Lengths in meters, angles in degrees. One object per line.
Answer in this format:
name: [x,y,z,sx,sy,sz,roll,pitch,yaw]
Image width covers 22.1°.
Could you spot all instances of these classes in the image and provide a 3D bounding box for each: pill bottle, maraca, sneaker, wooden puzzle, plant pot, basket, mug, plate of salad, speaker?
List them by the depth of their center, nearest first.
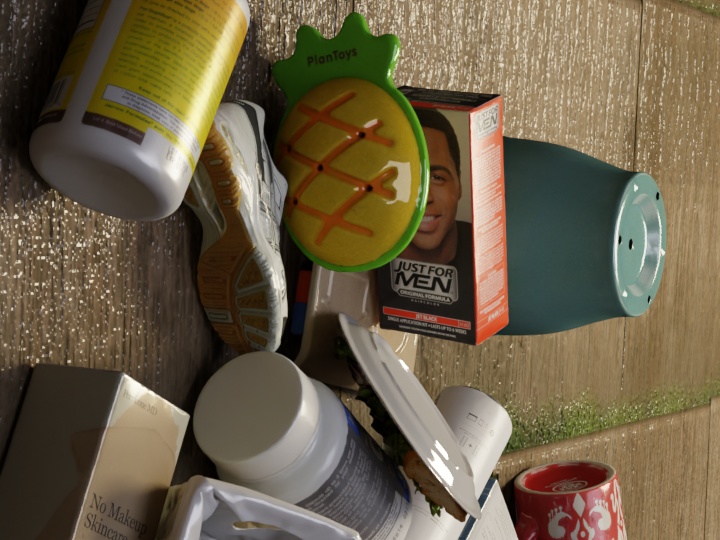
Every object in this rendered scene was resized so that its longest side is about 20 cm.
pill bottle: [-0.142,-0.143,1.252,0.109,0.108,0.201,49,53,-50]
basket: [-0.102,0.255,1.275,0.135,0.123,0.202,22,75,-22]
sneaker: [-0.081,-0.033,1.404,0.088,0.075,0.202,-40,128,-51]
maraca: [-0.011,-0.099,1.448,0.107,0.136,0.202,3,78,-66]
pill bottle: [-0.045,0.153,1.451,0.200,0.113,0.115,53,49,-49]
plate of salad: [0.033,0.122,1.489,0.201,0.048,0.200,54,6,-9]
wooden puzzle: [0.000,0.000,1.583,0.185,0.046,0.202,19,82,-59]
speaker: [0.067,0.202,1.683,0.201,0.081,0.082,-58,140,-39]
plant pot: [0.180,-0.029,1.743,0.200,0.187,0.202,-13,105,-58]
mug: [0.214,0.314,1.905,0.177,0.132,0.202,-26,112,-58]

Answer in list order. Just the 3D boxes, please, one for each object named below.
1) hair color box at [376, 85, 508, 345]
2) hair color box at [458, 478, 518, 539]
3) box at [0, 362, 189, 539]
hair color box: [0.065,-0.047,1.537,0.061,0.101,0.202,-29,121,-52]
hair color box: [0.079,0.298,1.733,0.201,0.060,0.101,-58,140,-39]
box: [-0.193,0.172,1.234,0.095,0.077,0.202,39,61,-54]
